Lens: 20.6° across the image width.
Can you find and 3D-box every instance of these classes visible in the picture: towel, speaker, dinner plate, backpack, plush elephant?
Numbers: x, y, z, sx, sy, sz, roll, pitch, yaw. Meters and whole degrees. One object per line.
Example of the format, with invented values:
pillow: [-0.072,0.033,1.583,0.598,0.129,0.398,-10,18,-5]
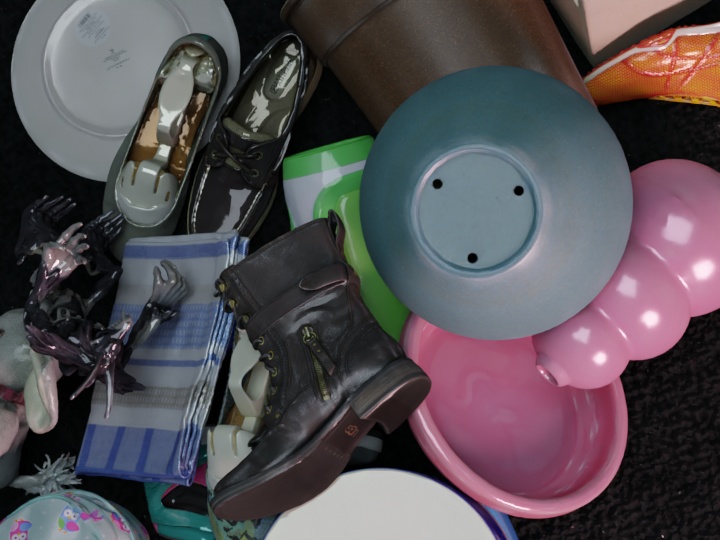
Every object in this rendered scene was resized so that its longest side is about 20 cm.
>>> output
towel: [-0.158,0.065,1.540,0.147,0.024,0.200,-1,72,46]
speaker: [0.000,0.000,1.542,0.088,0.088,0.200,-15,96,7]
dinner plate: [-0.200,-0.174,1.659,0.200,0.024,0.201,-2,79,9]
backpack: [-0.250,0.262,1.540,0.200,0.127,0.167,-39,76,2]
plush elephant: [-0.298,0.090,1.565,0.200,0.165,0.155,14,97,-17]

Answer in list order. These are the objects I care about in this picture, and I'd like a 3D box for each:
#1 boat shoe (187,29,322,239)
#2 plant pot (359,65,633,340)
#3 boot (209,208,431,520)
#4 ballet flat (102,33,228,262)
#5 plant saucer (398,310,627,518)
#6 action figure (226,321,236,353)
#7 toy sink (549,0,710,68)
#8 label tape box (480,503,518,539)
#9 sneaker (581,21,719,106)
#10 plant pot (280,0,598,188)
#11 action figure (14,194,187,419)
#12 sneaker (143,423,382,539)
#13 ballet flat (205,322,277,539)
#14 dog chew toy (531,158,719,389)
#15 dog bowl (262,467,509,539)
boat shoe: [-0.093,-0.107,1.607,0.073,0.065,0.200,20,85,10]
plant pot: [0.088,-0.044,1.385,0.200,0.135,0.200,1,94,10]
boot: [-0.059,0.069,1.450,0.200,0.069,0.174,-36,62,-2]
ballet flat: [-0.164,-0.099,1.603,0.067,0.064,0.200,21,94,1]
plant saucer: [0.109,0.097,1.504,0.200,0.051,0.201,15,58,-25]
action figure: [-0.116,0.035,1.571,0.200,0.099,0.065,-37,61,-1]
toy sink: [0.201,-0.256,1.515,0.130,0.200,0.112,-32,77,4]
label tape box: [0.043,0.274,1.524,0.200,0.066,0.143,-26,77,7]
sneaker: [0.270,-0.156,1.554,0.200,0.073,0.077,-13,89,10]
plant pot: [0.072,-0.164,1.536,0.200,0.200,0.198,-31,86,3]
action figure: [-0.204,0.016,1.504,0.102,0.119,0.200,-49,38,20]
sneaker: [-0.080,0.180,1.547,0.200,0.084,0.121,-5,75,17]
ballet flat: [-0.086,0.112,1.497,0.074,0.074,0.200,6,68,10]
dog chew toy: [0.208,0.010,1.496,0.125,0.125,0.200,41,76,13]
dog bowl: [0.019,0.246,1.459,0.200,0.079,0.200,-2,80,11]
